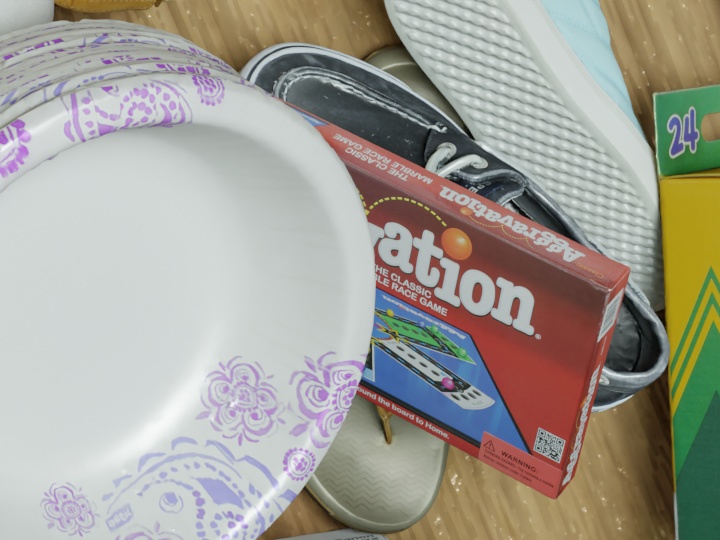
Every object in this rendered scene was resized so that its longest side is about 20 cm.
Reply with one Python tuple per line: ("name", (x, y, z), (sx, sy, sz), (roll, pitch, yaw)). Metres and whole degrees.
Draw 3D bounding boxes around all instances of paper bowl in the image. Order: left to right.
("paper bowl", (-0.102, 0.013, 0.702), (0.199, 0.104, 0.202), (-19, 125, -29))

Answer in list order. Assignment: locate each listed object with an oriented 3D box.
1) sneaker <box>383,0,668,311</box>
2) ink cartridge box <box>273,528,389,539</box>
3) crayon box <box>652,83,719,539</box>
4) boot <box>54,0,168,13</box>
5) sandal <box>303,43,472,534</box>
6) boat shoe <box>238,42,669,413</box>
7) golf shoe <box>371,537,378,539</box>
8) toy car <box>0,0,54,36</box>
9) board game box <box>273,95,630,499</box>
("sneaker", (0.086, -0.074, 0.835), (0.201, 0.073, 0.082), (58, 43, -30))
("ink cartridge box", (-0.041, 0.219, 0.830), (0.143, 0.084, 0.202), (-7, 97, -11))
("crayon box", (0.177, 0.022, 0.841), (0.125, 0.051, 0.202), (-12, 100, -49))
("boot", (-0.045, -0.178, 0.789), (0.071, 0.201, 0.144), (40, 126, 9))
("sandal", (0.011, 0.008, 0.833), (0.080, 0.054, 0.202), (7, 94, -14))
("boat shoe", (0.035, -0.020, 0.785), (0.200, 0.068, 0.072), (42, 75, -2))
("golf shoe", (-0.031, 0.153, 0.749), (0.198, 0.073, 0.093), (-9, 102, -1))
("toy car", (-0.212, -0.124, 0.699), (0.199, 0.150, 0.176), (-31, 68, -7))
("board game box", (0.000, 0.000, 0.768), (0.199, 0.019, 0.104), (27, 131, 20))
